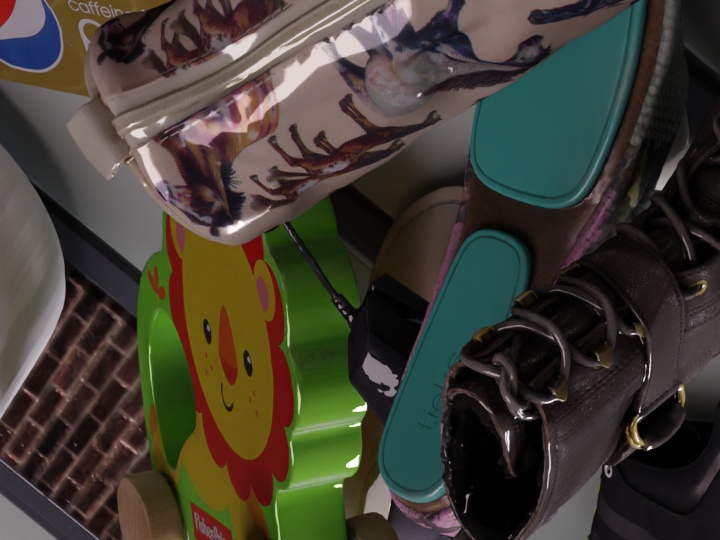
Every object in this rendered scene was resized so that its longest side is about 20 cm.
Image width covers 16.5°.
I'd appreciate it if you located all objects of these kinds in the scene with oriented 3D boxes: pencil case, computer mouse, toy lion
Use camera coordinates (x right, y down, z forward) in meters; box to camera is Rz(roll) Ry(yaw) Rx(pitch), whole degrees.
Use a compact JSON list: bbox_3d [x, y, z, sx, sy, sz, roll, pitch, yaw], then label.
[{"bbox_3d":[0.015,-0.079,0.690,0.199,0.089,0.078,-29,73,24],"label":"pencil case"},{"bbox_3d":[0.000,0.000,0.791,0.034,0.059,0.200,-29,113,28],"label":"computer mouse"},{"bbox_3d":[-0.044,0.038,0.917,0.200,0.068,0.193,-161,63,-67],"label":"toy lion"}]

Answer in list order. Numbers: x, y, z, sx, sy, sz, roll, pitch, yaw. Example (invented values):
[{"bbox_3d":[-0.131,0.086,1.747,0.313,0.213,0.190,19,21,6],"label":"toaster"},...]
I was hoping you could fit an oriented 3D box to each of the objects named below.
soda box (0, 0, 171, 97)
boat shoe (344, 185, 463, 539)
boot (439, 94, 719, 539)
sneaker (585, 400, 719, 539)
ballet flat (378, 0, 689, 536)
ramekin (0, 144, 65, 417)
[{"bbox_3d":[-0.077,-0.101,0.830,0.199,0.064,0.068,13,138,32],"label":"soda box"},{"bbox_3d":[0.036,0.038,0.912,0.062,0.073,0.200,-2,142,-18],"label":"boat shoe"},{"bbox_3d":[0.094,-0.010,0.672,0.069,0.174,0.200,40,149,25],"label":"boot"},{"bbox_3d":[0.116,0.087,0.889,0.083,0.071,0.200,61,145,8],"label":"sneaker"},{"bbox_3d":[0.064,-0.013,0.760,0.071,0.201,0.069,11,-171,-41],"label":"ballet flat"},{"bbox_3d":[-0.217,-0.004,1.012,0.200,0.098,0.201,22,144,17],"label":"ramekin"}]
